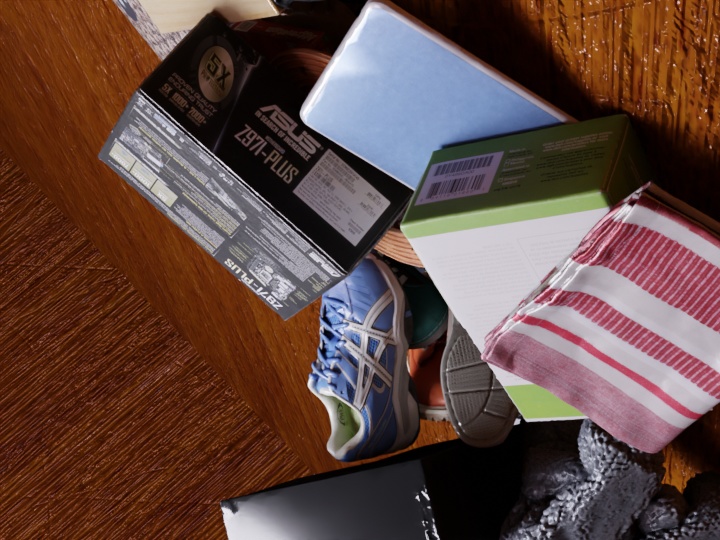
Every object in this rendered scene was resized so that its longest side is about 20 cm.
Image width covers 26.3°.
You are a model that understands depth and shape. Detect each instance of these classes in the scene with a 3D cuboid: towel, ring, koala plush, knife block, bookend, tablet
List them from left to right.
[{"bbox_3d":[-0.077,-0.211,1.062,0.064,0.200,0.176,56,-165,-26],"label":"knife block"},{"bbox_3d":[0.005,-0.084,1.144,0.200,0.019,0.200,37,155,21],"label":"ring"},{"bbox_3d":[0.024,0.205,1.306,0.199,0.200,0.092,-6,-98,-61],"label":"bookend"},{"bbox_3d":[0.067,-0.090,1.024,0.200,0.014,0.130,31,139,-6],"label":"tablet"},{"bbox_3d":[0.185,0.159,1.277,0.177,0.184,0.200,33,-153,-33],"label":"koala plush"},{"bbox_3d":[0.179,0.038,0.958,0.144,0.023,0.200,29,141,-8],"label":"towel"}]

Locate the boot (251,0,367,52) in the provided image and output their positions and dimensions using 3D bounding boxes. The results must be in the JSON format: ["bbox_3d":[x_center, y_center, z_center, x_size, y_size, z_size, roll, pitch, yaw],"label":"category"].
[{"bbox_3d":[-0.024,-0.198,1.181,0.200,0.074,0.075,43,145,13],"label":"boot"}]

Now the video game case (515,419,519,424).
[{"bbox_3d":[0.215,0.205,1.533,0.181,0.045,0.200,51,167,0],"label":"video game case"}]

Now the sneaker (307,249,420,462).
[{"bbox_3d":[-0.003,0.068,1.283,0.076,0.077,0.200,5,111,51],"label":"sneaker"}]

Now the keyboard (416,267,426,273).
[{"bbox_3d":[0.097,0.032,1.449,0.200,0.040,0.104,40,163,37],"label":"keyboard"}]

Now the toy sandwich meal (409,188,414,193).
[{"bbox_3d":[-0.002,-0.108,1.308,0.205,0.070,0.205,46,166,14],"label":"toy sandwich meal"}]

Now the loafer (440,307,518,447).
[{"bbox_3d":[0.103,0.052,1.275,0.063,0.072,0.200,52,-147,-68],"label":"loafer"}]

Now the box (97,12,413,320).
[{"bbox_3d":[-0.082,-0.071,1.153,0.200,0.086,0.164,41,157,-5],"label":"box"}]

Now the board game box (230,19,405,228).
[{"bbox_3d":[-0.028,-0.106,1.208,0.103,0.019,0.200,20,145,47],"label":"board game box"}]

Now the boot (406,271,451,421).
[{"bbox_3d":[0.074,0.067,1.364,0.200,0.075,0.107,-111,20,-72],"label":"boot"}]

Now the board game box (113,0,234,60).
[{"bbox_3d":[-0.148,-0.252,1.324,0.200,0.097,0.159,51,167,-7],"label":"board game box"}]

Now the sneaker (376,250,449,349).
[{"bbox_3d":[0.000,0.000,1.348,0.200,0.071,0.080,38,175,47],"label":"sneaker"}]

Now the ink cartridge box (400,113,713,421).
[{"bbox_3d":[0.139,0.007,1.022,0.148,0.076,0.200,-8,131,33],"label":"ink cartridge box"}]
